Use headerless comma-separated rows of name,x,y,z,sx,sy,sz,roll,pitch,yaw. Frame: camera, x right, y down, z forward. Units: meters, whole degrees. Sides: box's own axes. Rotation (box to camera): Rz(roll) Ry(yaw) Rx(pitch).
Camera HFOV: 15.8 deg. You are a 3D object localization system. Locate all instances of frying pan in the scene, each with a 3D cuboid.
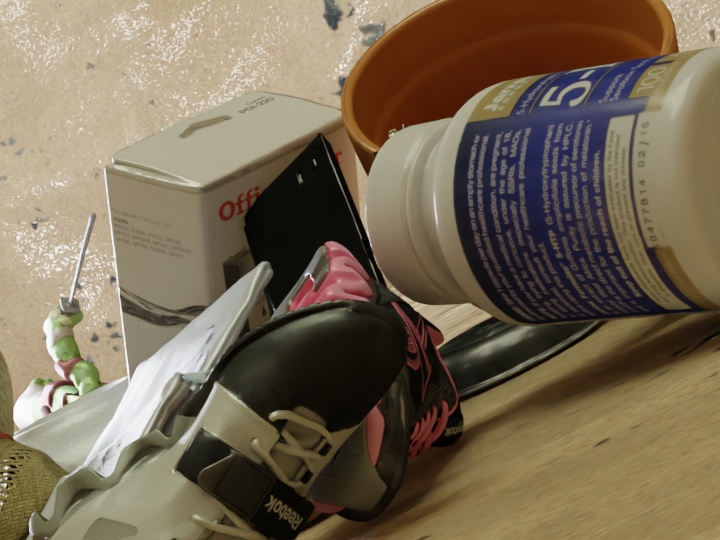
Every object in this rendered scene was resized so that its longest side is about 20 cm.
frying pan,0.090,0.035,1.481,0.115,0.031,0.190,-25,6,17

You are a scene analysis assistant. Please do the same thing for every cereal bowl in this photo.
cereal bowl,-0.173,0.126,1.693,0.200,0.083,0.200,-27,4,2

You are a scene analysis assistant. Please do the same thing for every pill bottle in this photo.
pill bottle,0.104,-0.035,1.209,0.200,0.120,0.120,-6,16,42

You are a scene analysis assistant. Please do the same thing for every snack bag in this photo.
snack bag,-0.127,0.092,1.412,0.189,0.021,0.200,-40,17,56

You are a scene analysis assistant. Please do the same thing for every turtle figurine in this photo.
turtle figurine,-0.183,0.085,2.031,0.144,0.200,0.194,10,-19,-24

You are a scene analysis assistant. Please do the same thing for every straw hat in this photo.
straw hat,-0.209,0.143,1.514,0.085,0.201,0.201,12,15,15

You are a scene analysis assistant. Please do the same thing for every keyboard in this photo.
keyboard,0.000,0.000,1.420,0.021,0.200,0.127,24,-58,-39

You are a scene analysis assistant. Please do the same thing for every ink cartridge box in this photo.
ink cartridge box,-0.071,0.008,1.578,0.085,0.200,0.146,13,29,38

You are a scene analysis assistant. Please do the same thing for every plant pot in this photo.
plant pot,0.101,-0.066,1.535,0.200,0.140,0.200,-13,34,9

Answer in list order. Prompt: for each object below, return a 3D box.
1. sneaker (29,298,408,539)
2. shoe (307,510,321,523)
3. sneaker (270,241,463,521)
sneaker,-0.051,0.095,1.084,0.200,0.074,0.089,-41,40,20
shoe,-0.033,0.067,1.300,0.070,0.053,0.200,-35,13,13
sneaker,0.013,0.060,1.203,0.079,0.095,0.200,-51,19,19
